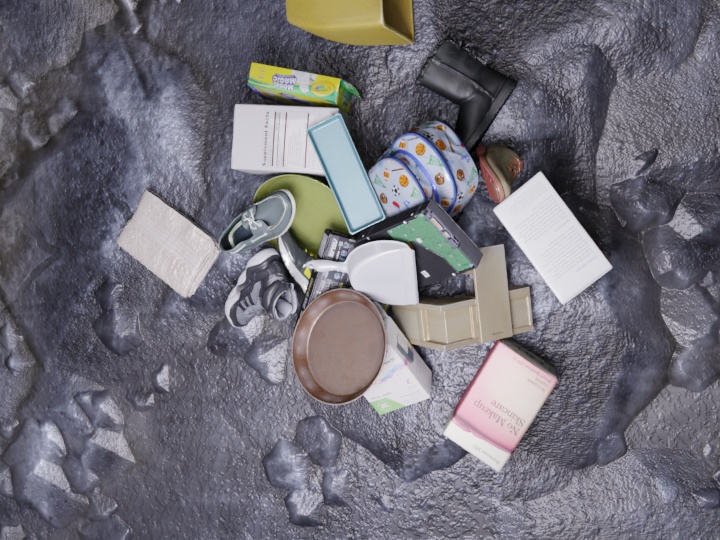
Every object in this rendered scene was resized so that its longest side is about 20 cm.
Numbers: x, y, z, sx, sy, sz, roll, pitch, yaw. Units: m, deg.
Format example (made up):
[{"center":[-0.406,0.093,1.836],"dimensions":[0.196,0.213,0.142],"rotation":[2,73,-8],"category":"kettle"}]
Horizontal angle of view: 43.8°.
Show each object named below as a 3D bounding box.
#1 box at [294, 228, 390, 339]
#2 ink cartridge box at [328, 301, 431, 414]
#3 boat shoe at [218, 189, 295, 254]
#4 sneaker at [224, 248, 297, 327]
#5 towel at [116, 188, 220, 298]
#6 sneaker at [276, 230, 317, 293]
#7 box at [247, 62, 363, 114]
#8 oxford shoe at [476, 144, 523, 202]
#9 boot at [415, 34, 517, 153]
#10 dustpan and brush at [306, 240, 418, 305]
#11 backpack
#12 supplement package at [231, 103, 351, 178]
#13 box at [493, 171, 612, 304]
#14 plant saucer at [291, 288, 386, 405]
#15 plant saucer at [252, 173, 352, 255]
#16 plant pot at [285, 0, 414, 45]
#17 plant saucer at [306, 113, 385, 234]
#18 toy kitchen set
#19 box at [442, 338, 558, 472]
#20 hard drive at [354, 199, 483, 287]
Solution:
[{"center":[-0.019,0.041,1.654],"dimensions":[0.159,0.049,0.203],"rotation":[14,101,-19],"category":"box"},{"center":[0.033,0.161,1.623],"dimensions":[0.116,0.068,0.201],"rotation":[-23,122,26],"category":"ink cartridge box"},{"center":[-0.191,-0.083,1.638],"dimensions":[0.199,0.061,0.074],"rotation":[-32,82,43],"category":"boat shoe"},{"center":[-0.184,0.063,1.678],"dimensions":[0.114,0.075,0.201],"rotation":[51,132,24],"category":"sneaker"},{"center":[-0.379,-0.051,1.771],"dimensions":[0.199,0.034,0.134],"rotation":[35,99,8],"category":"towel"},{"center":[-0.086,-0.002,1.693],"dimensions":[0.084,0.075,0.202],"rotation":[-32,106,1],"category":"sneaker"},{"center":[-0.097,-0.331,1.651],"dimensions":[0.196,0.117,0.049],"rotation":[11,89,11],"category":"box"},{"center":[0.246,-0.179,1.553],"dimensions":[0.073,0.201,0.071],"rotation":[-15,117,8],"category":"oxford shoe"},{"center":[0.172,-0.312,1.620],"dimensions":[0.161,0.073,0.200],"rotation":[34,92,5],"category":"boot"},{"center":[0.000,0.000,1.569],"dimensions":[0.196,0.058,0.141],"rotation":[-4,133,5],"category":"dustpan and brush"},{"center":[0.109,-0.162,1.576],"dimensions":[0.201,0.154,0.191],"rotation":[49,137,4],"category":"backpack"},{"center":[-0.126,-0.237,1.661],"dimensions":[0.196,0.121,0.122],"rotation":[4,92,12],"category":"supplement package"},{"center":[0.333,-0.059,1.562],"dimensions":[0.106,0.152,0.201],"rotation":[-37,87,11],"category":"box"},{"center":[-0.033,0.135,1.572],"dimensions":[0.197,0.034,0.204],"rotation":[-8,75,31],"category":"plant saucer"},{"center":[-0.104,-0.102,1.668],"dimensions":[0.196,0.031,0.202],"rotation":[11,133,12],"category":"plant saucer"},{"center":[-0.027,-0.505,1.596],"dimensions":[0.196,0.195,0.198],"rotation":[-2,93,21],"category":"plant pot"},{"center":[-0.026,-0.169,1.574],"dimensions":[0.069,0.019,0.203],"rotation":[-24,89,6],"category":"plant saucer"},{"center":[0.182,0.039,1.642],"dimensions":[0.197,0.180,0.167],"rotation":[-9,96,-28],"category":"toy kitchen set"},{"center":[0.253,0.237,1.620],"dimensions":[0.127,0.109,0.202],"rotation":[31,99,7],"category":"box"},{"center":[0.098,-0.039,1.547],"dimensions":[0.140,0.038,0.199],"rotation":[44,145,-18],"category":"hard drive"}]
